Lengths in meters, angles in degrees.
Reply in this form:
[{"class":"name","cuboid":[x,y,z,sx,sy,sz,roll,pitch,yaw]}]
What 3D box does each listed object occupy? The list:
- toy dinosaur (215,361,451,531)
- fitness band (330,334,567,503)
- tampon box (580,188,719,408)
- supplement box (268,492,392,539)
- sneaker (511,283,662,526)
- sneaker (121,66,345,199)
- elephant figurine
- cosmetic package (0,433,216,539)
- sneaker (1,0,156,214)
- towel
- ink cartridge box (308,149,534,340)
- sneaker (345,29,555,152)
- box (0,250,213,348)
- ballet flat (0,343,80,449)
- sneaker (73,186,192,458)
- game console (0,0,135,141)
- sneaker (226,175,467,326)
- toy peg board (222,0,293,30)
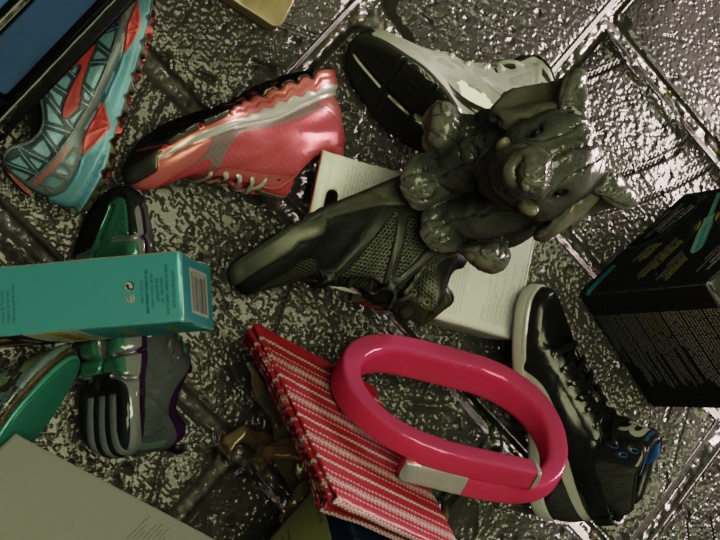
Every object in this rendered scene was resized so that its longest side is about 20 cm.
[{"class":"toy dinosaur","cuboid":[-0.025,0.150,1.217,0.135,0.086,0.202,-28,91,-23]},{"class":"fitness band","cuboid":[0.071,0.110,1.195,0.198,0.144,0.038,16,122,-21]},{"class":"tampon box","cuboid":[0.310,0.021,1.296,0.150,0.200,0.127,-40,101,-19]},{"class":"supplement box","cuboid":[0.000,0.294,1.137,0.199,0.135,0.200,36,105,-23]},{"class":"sneaker","cuboid":[0.191,0.109,1.276,0.073,0.111,0.203,-26,112,-55]},{"class":"sneaker","cuboid":[-0.087,-0.089,1.202,0.199,0.073,0.088,-26,104,-30]},{"class":"elephant figurine","cuboid":[0.131,-0.073,1.114,0.141,0.199,0.157,33,65,-22]},{"class":"cosmetic package","cuboid":[-0.183,0.209,1.067,0.085,0.198,0.109,-44,147,-38]},{"class":"sneaker","cuboid":[-0.211,-0.151,1.158,0.094,0.079,0.203,18,78,-16]},{"class":"towel","cuboid":[-0.008,0.127,1.149,0.144,0.201,0.023,30,109,-38]},{"class":"ink cartridge box","cuboid":[0.041,-0.019,1.269,0.198,0.050,0.111,15,83,-20]},{"class":"sneaker","cuboid":[0.086,-0.150,1.297,0.199,0.076,0.116,35,48,-4]},{"class":"box","cuboid":[-0.209,0.023,1.097,0.197,0.082,0.050,-5,82,9]},{"class":"ballet flat","cuboid":[-0.280,0.129,1.124,0.074,0.074,0.201,36,72,-16]},{"class":"sneaker","cuboid":[-0.168,0.041,1.184,0.087,0.074,0.203,10,79,-51]},{"class":"game console","cuboid":[-0.266,-0.203,1.108,0.200,0.175,0.117,-49,126,-13]},{"class":"sneaker","cuboid":[0.000,0.000,1.184,0.198,0.076,0.116,-21,89,-26]},{"class":"toy peg board","cuboid":[-0.091,-0.330,1.207,0.198,0.098,0.202,31,76,-18]}]
